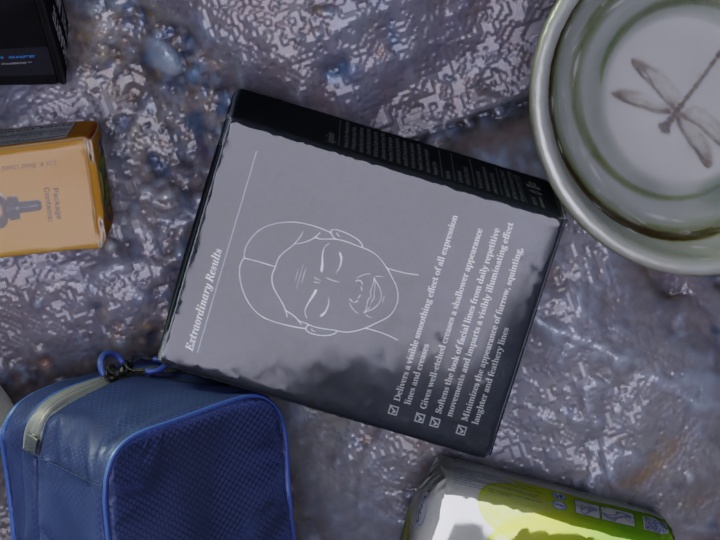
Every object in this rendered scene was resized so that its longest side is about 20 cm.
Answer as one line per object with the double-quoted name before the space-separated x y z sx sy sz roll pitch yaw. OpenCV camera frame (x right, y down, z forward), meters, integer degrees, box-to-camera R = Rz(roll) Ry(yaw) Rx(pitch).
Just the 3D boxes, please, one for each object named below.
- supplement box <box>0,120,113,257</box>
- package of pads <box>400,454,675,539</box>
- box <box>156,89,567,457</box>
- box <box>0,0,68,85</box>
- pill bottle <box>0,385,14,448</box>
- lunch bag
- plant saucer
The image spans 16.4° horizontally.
"supplement box" -0.246 -0.040 1.449 0.199 0.069 0.067 -6 103 3
"package of pads" 0.086 0.222 1.504 0.154 0.068 0.201 15 101 -4
"box" 0.000 0.000 1.435 0.199 0.107 0.149 17 102 -4
"box" -0.269 -0.164 1.360 0.199 0.199 0.050 0 68 0
"pill bottle" -0.298 0.131 1.463 0.200 0.112 0.112 -44 99 8
"lunch bag" -0.128 0.143 1.442 0.136 0.132 0.201 -14 106 -39
"plant saucer" 0.188 -0.098 1.428 0.199 0.050 0.201 0 92 -12
